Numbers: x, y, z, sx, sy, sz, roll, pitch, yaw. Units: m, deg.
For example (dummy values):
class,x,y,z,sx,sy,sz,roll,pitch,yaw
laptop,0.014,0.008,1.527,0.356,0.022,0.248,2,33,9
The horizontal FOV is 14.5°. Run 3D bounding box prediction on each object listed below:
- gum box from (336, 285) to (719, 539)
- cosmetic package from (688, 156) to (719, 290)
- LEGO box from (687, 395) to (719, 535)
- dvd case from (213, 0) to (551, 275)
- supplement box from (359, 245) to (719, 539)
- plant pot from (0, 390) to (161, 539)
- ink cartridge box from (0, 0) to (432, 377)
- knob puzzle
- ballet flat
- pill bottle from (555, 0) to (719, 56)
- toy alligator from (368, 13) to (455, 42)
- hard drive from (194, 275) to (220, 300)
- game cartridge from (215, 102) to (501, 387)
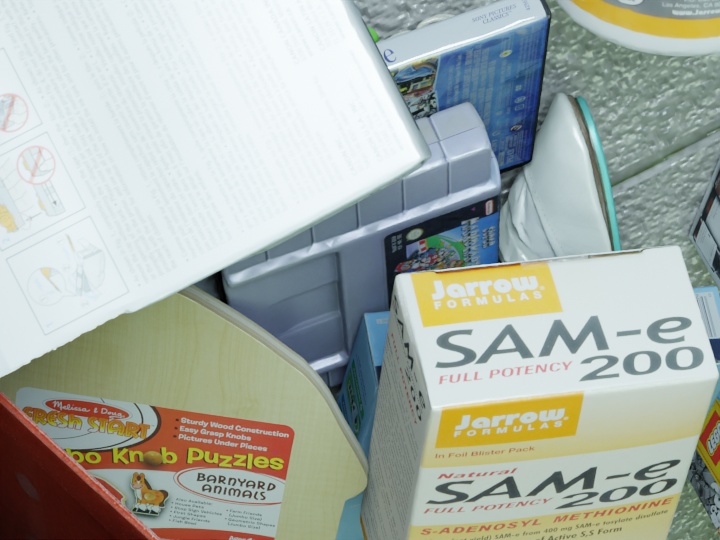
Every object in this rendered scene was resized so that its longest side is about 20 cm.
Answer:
class,x,y,z,sx,sy,sz,roll,pitch,yaw
gum box,0.072,0.079,1.361,0.170,0.045,0.200,-5,150,-12
cosmetic package,0.216,-0.065,1.316,0.051,0.083,0.200,-3,132,-24
LEGO box,0.282,0.113,1.473,0.200,0.149,0.077,3,130,-28
dvd case,-0.017,-0.050,1.207,0.200,0.018,0.143,-20,158,-8
supplement box,0.073,0.080,1.242,0.126,0.074,0.200,-7,145,-9
plant pot,-0.199,0.165,1.191,0.200,0.200,0.176,-41,151,-18
ink cartridge box,-0.096,-0.069,1.114,0.200,0.163,0.057,-28,178,6
knob puzzle,-0.094,0.072,1.275,0.220,0.030,0.220,3,132,3
ballet flat,0.098,-0.003,1.338,0.069,0.069,0.200,-25,141,-1
pill bottle,0.134,-0.194,1.127,0.116,0.116,0.200,-13,135,-14
toy alligator,-0.033,-0.087,1.195,0.200,0.054,0.059,0,132,-25
hard drive,-0.169,0.053,1.289,0.200,0.026,0.132,-4,133,-23
game cartridge,0.000,0.000,1.267,0.130,0.038,0.200,-16,156,-5
